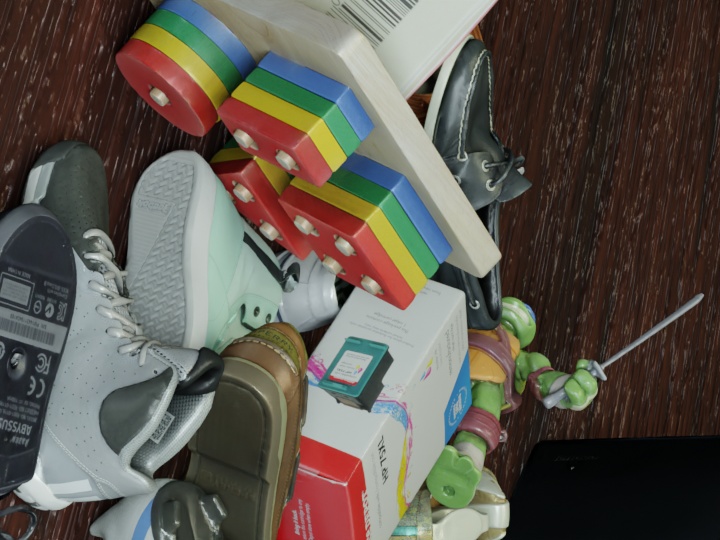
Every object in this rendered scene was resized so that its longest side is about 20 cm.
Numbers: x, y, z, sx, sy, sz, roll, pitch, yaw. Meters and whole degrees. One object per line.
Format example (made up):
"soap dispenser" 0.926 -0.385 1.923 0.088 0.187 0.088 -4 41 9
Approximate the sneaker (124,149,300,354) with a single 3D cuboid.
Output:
"sneaker" -0.089 0.044 1.644 0.118 0.074 0.201 47 44 -44

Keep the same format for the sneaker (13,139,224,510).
"sneaker" -0.122 0.028 1.539 0.075 0.115 0.201 21 69 -61

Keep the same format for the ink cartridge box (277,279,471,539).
"ink cartridge box" -0.006 0.108 1.747 0.200 0.067 0.116 -57 156 -32

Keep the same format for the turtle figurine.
"turtle figurine" 0.082 0.048 1.909 0.144 0.200 0.194 52 45 -14

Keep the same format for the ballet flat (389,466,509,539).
"ballet flat" 0.063 0.166 1.953 0.200 0.070 0.071 -7 93 -64

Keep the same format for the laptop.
"laptop" 0.195 0.224 2.073 0.116 0.187 0.201 -5 91 -63

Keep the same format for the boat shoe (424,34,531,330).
"boat shoe" 0.074 -0.050 1.815 0.074 0.066 0.200 -37 138 -62

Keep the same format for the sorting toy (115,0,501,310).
"sorting toy" -0.044 -0.075 1.647 0.070 0.199 0.200 -49 135 -14

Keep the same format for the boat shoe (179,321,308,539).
"boat shoe" -0.064 0.116 1.616 0.068 0.072 0.200 -50 165 -48

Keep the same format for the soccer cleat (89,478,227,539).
"soccer cleat" -0.097 0.214 1.574 0.070 0.086 0.201 1 73 -47

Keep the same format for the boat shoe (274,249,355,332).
"boat shoe" 0.000 0.000 1.842 0.200 0.067 0.074 -40 123 -58

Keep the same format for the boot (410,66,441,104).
"boot" 0.026 -0.127 1.934 0.200 0.068 0.131 37 39 -49

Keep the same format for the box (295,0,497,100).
"box" 0.030 -0.186 1.700 0.109 0.128 0.200 42 21 -3

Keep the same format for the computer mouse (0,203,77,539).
"computer mouse" -0.200 0.061 1.459 0.138 0.053 0.201 31 70 -58

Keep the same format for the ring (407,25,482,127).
"ring" 0.019 -0.173 1.862 0.200 0.019 0.201 33 41 -35
